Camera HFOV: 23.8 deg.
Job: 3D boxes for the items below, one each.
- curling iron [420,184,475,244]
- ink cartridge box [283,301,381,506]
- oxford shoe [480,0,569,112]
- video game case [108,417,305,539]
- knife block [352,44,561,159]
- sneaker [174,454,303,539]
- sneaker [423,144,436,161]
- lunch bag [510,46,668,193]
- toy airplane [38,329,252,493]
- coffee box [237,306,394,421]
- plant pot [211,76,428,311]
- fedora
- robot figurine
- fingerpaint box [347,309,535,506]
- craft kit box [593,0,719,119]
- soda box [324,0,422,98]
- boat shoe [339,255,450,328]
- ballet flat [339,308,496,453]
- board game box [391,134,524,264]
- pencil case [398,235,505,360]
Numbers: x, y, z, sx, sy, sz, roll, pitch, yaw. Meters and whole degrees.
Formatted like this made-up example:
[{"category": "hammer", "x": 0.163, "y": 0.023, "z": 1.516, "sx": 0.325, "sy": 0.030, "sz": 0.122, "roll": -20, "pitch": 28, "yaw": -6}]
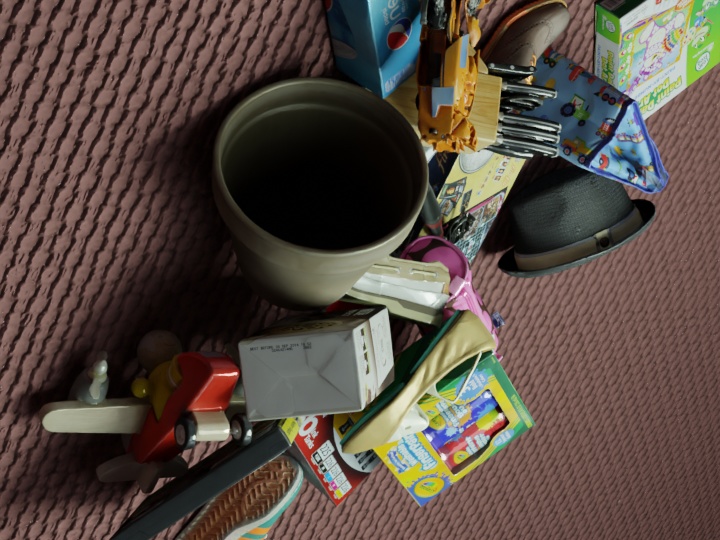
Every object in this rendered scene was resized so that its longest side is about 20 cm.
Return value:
[{"category": "curling iron", "x": 0.082, "y": -0.066, "z": 1.810, "sx": 0.050, "sy": 0.026, "sz": 0.200, "roll": -43, "pitch": 159, "yaw": 2}, {"category": "ink cartridge box", "x": -0.019, "y": 0.141, "z": 1.927, "sx": 0.176, "sy": 0.084, "sz": 0.200, "roll": -45, "pitch": 147, "yaw": -13}, {"category": "oxford shoe", "x": 0.164, "y": -0.212, "z": 1.825, "sx": 0.200, "sy": 0.073, "sz": 0.071, "roll": -45, "pitch": 147, "yaw": -13}, {"category": "video game case", "x": -0.147, "y": 0.203, "z": 1.705, "sx": 0.200, "sy": 0.026, "sz": 0.181, "roll": -34, "pitch": -178, "yaw": 5}, {"category": "knife block", "x": 0.097, "y": -0.148, "z": 1.712, "sx": 0.200, "sy": 0.176, "sz": 0.064, "roll": -39, "pitch": -175, "yaw": -21}, {"category": "sneaker", "x": -0.137, "y": 0.287, "z": 1.936, "sx": 0.200, "sy": 0.071, "sz": 0.080, "roll": -43, "pitch": 150, "yaw": 3}, {"category": "sneaker", "x": 0.038, "y": -0.126, "z": 1.765, "sx": 0.200, "sy": 0.073, "sz": 0.071, "roll": -59, "pitch": -170, "yaw": -11}, {"category": "lunch bag", "x": 0.260, "y": -0.154, "z": 1.932, "sx": 0.094, "sy": 0.150, "sz": 0.200, "roll": -54, "pitch": 148, "yaw": 2}, {"category": "toy airplane", "x": -0.190, "y": 0.130, "z": 1.671, "sx": 0.198, "sy": 0.142, "sz": 0.200, "roll": -17, "pitch": 161, "yaw": 9}, {"category": "coffee box", "x": -0.038, "y": 0.089, "z": 1.666, "sx": 0.200, "sy": 0.113, "sz": 0.080, "roll": -25, "pitch": 109, "yaw": -78}, {"category": "plant pot", "x": -0.050, "y": -0.053, "z": 1.625, "sx": 0.200, "sy": 0.200, "sz": 0.174, "roll": -33, "pitch": 160, "yaw": -28}, {"category": "fedora", "x": 0.246, "y": -0.069, "z": 2.034, "sx": 0.200, "sy": 0.200, "sz": 0.092, "roll": -30, "pitch": 106, "yaw": -32}, {"category": "robot figurine", "x": 0.087, "y": -0.215, "z": 1.611, "sx": 0.145, "sy": 0.058, "sz": 0.201, "roll": 6, "pitch": 89, "yaw": -81}, {"category": "fingerpaint box", "x": 0.089, "y": 0.158, "z": 1.898, "sx": 0.167, "sy": 0.073, "sz": 0.200, "roll": -35, "pitch": 146, "yaw": -1}, {"category": "craft kit box", "x": 0.357, "y": -0.281, "z": 2.039, "sx": 0.200, "sy": 0.048, "sz": 0.198, "roll": -37, "pitch": 148, "yaw": -23}, {"category": "soda box", "x": 0.009, "y": -0.259, "z": 1.584, "sx": 0.064, "sy": 0.068, "sz": 0.200, "roll": -40, "pitch": 146, "yaw": -23}, {"category": "boat shoe", "x": 0.000, "y": 0.000, "z": 1.777, "sx": 0.199, "sy": 0.075, "sz": 0.069, "roll": 19, "pitch": 82, "yaw": -22}, {"category": "ballet flat", "x": 0.063, "y": 0.128, "z": 1.770, "sx": 0.200, "sy": 0.063, "sz": 0.069, "roll": -48, "pitch": 178, "yaw": -3}, {"category": "board game box", "x": 0.109, "y": -0.078, "z": 1.923, "sx": 0.135, "sy": 0.035, "sz": 0.201, "roll": 4, "pitch": 118, "yaw": -53}, {"category": "pencil case", "x": 0.102, "y": 0.041, "z": 1.910, "sx": 0.091, "sy": 0.094, "sz": 0.200, "roll": -42, "pitch": 150, "yaw": -5}]
